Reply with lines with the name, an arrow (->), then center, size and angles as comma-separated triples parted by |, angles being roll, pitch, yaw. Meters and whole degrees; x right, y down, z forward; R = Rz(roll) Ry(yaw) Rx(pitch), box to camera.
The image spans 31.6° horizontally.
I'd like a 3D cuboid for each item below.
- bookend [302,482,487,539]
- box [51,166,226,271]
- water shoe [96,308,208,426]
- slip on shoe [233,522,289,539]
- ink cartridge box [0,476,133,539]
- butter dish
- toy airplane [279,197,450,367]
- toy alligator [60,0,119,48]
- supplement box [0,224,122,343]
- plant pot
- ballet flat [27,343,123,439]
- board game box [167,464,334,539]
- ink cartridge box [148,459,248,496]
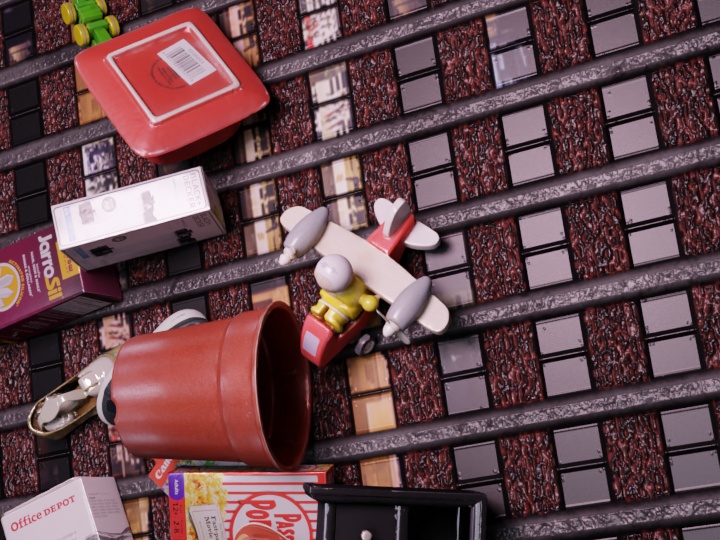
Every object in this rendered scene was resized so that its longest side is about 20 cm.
bookend -> 0.032, 0.341, 1.411 | 0.198, 0.092, 0.200 | 5, 83, -7
box -> -0.281, -0.065, 1.632 | 0.199, 0.117, 0.061 | -15, 75, 0
water shoe -> -0.267, 0.138, 1.648 | 0.200, 0.071, 0.079 | -49, 45, 12
slip on shoe -> -0.062, 0.358, 1.470 | 0.199, 0.061, 0.074 | 28, 97, 6
ink cartridge box -> -0.370, 0.389, 1.667 | 0.146, 0.083, 0.201 | -27, 72, 21
butter dish -> -0.244, -0.213, 1.662 | 0.199, 0.148, 0.200 | -28, 63, -22
toy airplane -> 0.000, 0.000, 1.501 | 0.199, 0.141, 0.201 | -15, 76, 25
toy alligator -> -0.369, -0.324, 1.788 | 0.201, 0.059, 0.054 | 57, 150, 20
supplement box -> -0.440, 0.017, 1.754 | 0.199, 0.086, 0.111 | -21, 73, 23
plant pot -> -0.180, 0.144, 1.520 | 0.194, 0.201, 0.202 | -5, 80, 15
ballet flat -> -0.371, 0.164, 1.710 | 0.200, 0.071, 0.071 | -36, 69, 18
board game box -> -0.128, 0.313, 1.534 | 0.198, 0.046, 0.153 | -3, 93, 11
ink cartridge box -> -0.210, 0.242, 1.625 | 0.200, 0.050, 0.109 | 39, 101, 25
